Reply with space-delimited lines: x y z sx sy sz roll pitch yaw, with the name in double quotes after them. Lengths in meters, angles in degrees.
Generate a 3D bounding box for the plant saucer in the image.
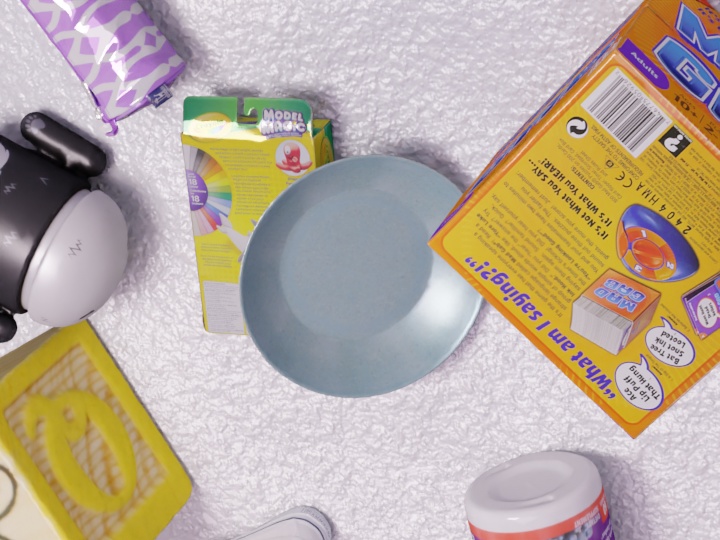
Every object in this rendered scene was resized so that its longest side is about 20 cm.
0.000 0.000 1.610 0.200 0.039 0.202 -5 113 -13 "plant saucer"

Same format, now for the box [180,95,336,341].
-0.077 -0.046 1.646 0.117 0.048 0.201 4 116 19 "box"

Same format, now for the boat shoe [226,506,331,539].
-0.112 0.269 1.784 0.074 0.067 0.200 47 120 -4 "boat shoe"

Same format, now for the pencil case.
-0.222 -0.203 1.608 0.085 0.084 0.200 -38 95 -8 "pencil case"

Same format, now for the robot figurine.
-0.284 -0.037 1.684 0.199 0.125 0.151 28 124 7 "robot figurine"

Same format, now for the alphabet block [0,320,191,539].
-0.296 0.187 1.743 0.199 0.196 0.196 -26 103 27 "alphabet block"

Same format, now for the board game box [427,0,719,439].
0.206 -0.050 1.451 0.200 0.200 0.200 43 120 -2 "board game box"

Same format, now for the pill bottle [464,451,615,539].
0.158 0.257 1.653 0.111 0.111 0.201 -8 110 23 "pill bottle"
